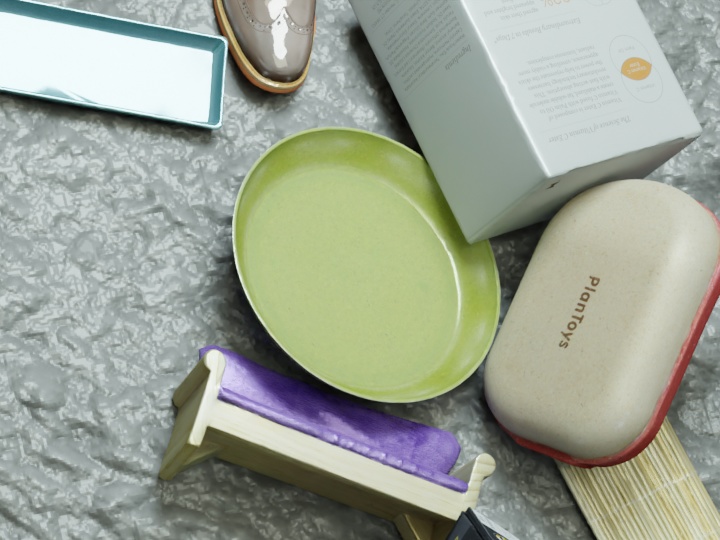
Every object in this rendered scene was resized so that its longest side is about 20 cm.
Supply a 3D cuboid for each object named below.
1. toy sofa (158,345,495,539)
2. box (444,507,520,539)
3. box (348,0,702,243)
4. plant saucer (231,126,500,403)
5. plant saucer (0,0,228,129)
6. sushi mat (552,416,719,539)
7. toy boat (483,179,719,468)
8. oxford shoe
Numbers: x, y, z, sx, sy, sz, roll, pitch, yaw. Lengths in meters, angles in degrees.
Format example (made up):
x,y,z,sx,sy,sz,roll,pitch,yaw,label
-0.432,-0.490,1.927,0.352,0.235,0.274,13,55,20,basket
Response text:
x,y,z,sx,sy,sz,roll,pitch,yaw,label
-0.020,0.109,1.460,0.199,0.083,0.098,22,66,-11,toy sofa
0.039,0.247,1.326,0.050,0.199,0.201,32,92,-4,box
0.111,-0.142,1.575,0.152,0.106,0.201,-16,76,-37,box
0.000,0.000,1.522,0.199,0.031,0.201,13,59,-23,plant saucer
-0.188,-0.139,1.531,0.199,0.019,0.070,10,67,-17,plant saucer
0.210,0.188,1.551,0.095,0.012,0.201,-24,80,-25,sushi mat
0.179,0.043,1.543,0.131,0.130,0.201,36,76,-52,toy boat
-0.060,-0.221,1.576,0.071,0.073,0.201,1,70,-20,oxford shoe
